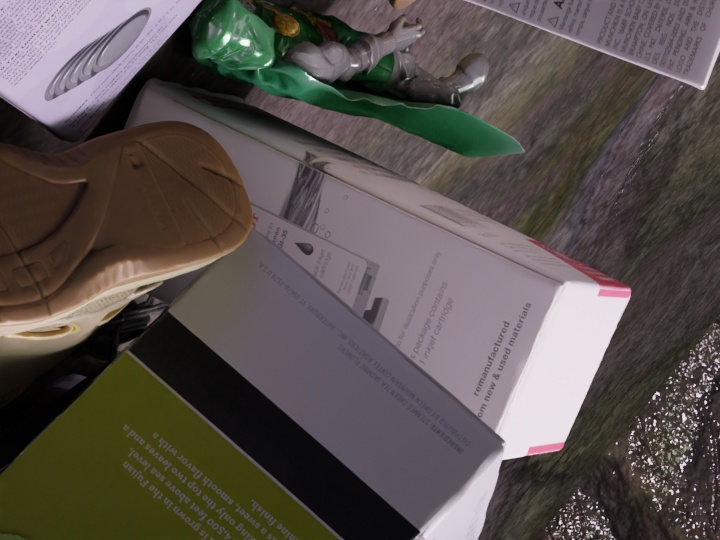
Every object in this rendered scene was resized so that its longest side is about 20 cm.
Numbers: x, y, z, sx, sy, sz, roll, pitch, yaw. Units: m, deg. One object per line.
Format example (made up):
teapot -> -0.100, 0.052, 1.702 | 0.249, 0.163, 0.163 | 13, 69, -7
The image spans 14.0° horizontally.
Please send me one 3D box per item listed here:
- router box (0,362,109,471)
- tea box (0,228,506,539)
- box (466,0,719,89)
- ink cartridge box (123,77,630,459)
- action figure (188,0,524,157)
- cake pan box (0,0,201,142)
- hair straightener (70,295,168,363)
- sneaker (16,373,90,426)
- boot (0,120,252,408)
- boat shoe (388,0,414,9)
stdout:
router box -> -0.125, 0.124, 1.330 | 0.199, 0.051, 0.149 | -35, 145, 16
tea box -> -0.063, 0.127, 1.123 | 0.197, 0.133, 0.200 | -45, 165, -20
box -> 0.108, -0.152, 1.166 | 0.200, 0.101, 0.113 | -65, 176, -76
ink cartridge box -> 0.000, 0.000, 1.244 | 0.083, 0.199, 0.146 | -66, 165, 6
action figure -> -0.015, -0.091, 1.233 | 0.200, 0.118, 0.055 | 4, 107, -63
cake pan box -> -0.069, -0.144, 0.968 | 0.200, 0.052, 0.184 | -49, 169, 2
hair straightener -> -0.128, 0.033, 1.225 | 0.200, 0.077, 0.041 | -20, 123, -63
sneaker -> -0.107, 0.073, 1.441 | 0.109, 0.070, 0.200 | -47, 166, -21
boot -> -0.153, 0.010, 1.046 | 0.155, 0.073, 0.199 | -33, 169, 40
boat shoe -> 0.019, -0.170, 1.144 | 0.072, 0.065, 0.200 | -49, 171, -18
